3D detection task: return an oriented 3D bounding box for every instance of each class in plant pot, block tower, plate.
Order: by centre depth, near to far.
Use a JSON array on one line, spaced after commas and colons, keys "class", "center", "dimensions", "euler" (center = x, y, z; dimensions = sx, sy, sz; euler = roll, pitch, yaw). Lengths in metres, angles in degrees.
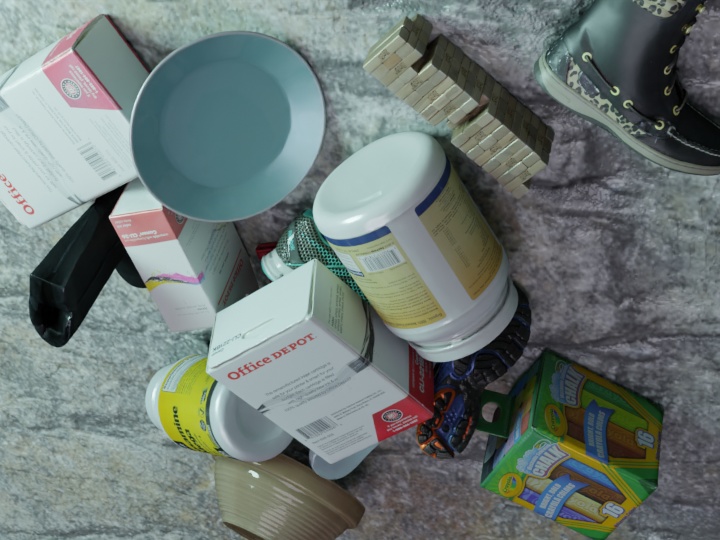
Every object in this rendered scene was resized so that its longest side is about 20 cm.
[{"class": "block tower", "center": [0.099, -0.157, 1.308], "dimensions": [0.200, 0.054, 0.058], "euler": [39, 130, -18]}, {"class": "plate", "center": [-0.131, -0.142, 1.359], "dimensions": [0.199, 0.026, 0.201], "euler": [-10, 120, -18]}, {"class": "plant pot", "center": [-0.102, 0.283, 1.665], "dimensions": [0.200, 0.093, 0.201], "euler": [25, 161, 9]}]

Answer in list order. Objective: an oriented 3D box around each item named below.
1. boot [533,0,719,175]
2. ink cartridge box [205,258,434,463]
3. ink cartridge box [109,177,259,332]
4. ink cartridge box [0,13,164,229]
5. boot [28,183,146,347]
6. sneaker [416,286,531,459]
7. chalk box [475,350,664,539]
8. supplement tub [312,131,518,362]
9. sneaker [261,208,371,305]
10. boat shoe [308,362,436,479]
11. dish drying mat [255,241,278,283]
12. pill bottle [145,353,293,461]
[{"class": "boot", "center": [0.274, -0.182, 1.222], "dimensions": [0.203, 0.074, 0.154], "euler": [27, 130, -7]}, {"class": "ink cartridge box", "center": [-0.039, 0.097, 1.431], "dimensions": [0.144, 0.084, 0.200], "euler": [-28, 130, 28]}, {"class": "ink cartridge box", "center": [-0.181, -0.017, 1.470], "dimensions": [0.067, 0.117, 0.201], "euler": [-8, 127, 21]}, {"class": "ink cartridge box", "center": [-0.302, -0.148, 1.413], "dimensions": [0.199, 0.083, 0.147], "euler": [-22, 118, 31]}, {"class": "boot", "center": [-0.276, 0.009, 1.464], "dimensions": [0.065, 0.200, 0.165], "euler": [2, 130, 15]}, {"class": "sneaker", "center": [0.112, 0.100, 1.484], "dimensions": [0.075, 0.078, 0.200], "euler": [30, 97, -15]}, {"class": "chalk box", "center": [0.214, 0.184, 1.521], "dimensions": [0.199, 0.125, 0.124], "euler": [26, 133, -8]}, {"class": "supplement tub", "center": [0.059, -0.021, 1.376], "dimensions": [0.144, 0.145, 0.200], "euler": [-17, 123, 28]}, {"class": "sneaker", "center": [0.000, 0.000, 1.463], "dimensions": [0.199, 0.078, 0.091], "euler": [21, 108, -19]}, {"class": "boat shoe", "center": [0.016, 0.149, 1.594], "dimensions": [0.200, 0.091, 0.071], "euler": [-38, 115, 8]}, {"class": "dish drying mat", "center": [-0.049, 0.048, 1.554], "dimensions": [0.076, 0.018, 0.200], "euler": [-8, 127, 21]}, {"class": "pill bottle", "center": [-0.163, 0.153, 1.578], "dimensions": [0.113, 0.113, 0.200], "euler": [48, 154, -24]}]
